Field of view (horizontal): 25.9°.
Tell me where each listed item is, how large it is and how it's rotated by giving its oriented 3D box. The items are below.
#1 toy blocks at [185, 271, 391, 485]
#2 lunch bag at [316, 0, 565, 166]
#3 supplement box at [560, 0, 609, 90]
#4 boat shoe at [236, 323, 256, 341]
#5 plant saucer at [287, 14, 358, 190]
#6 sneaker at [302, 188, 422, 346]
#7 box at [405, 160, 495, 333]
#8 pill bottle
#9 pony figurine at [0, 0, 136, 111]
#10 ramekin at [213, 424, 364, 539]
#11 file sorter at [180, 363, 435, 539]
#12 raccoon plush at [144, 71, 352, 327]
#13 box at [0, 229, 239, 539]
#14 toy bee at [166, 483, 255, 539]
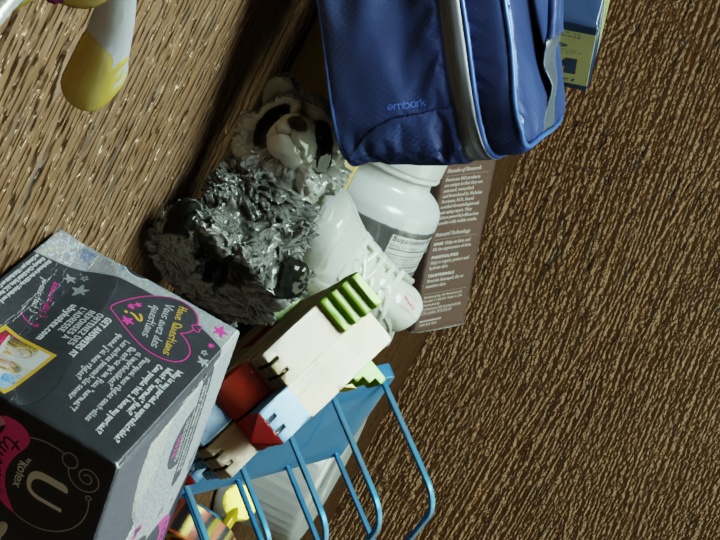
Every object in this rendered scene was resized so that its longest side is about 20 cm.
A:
[{"bbox_3d":[-0.068,0.080,1.027,0.137,0.100,0.200,-43,-173,-24],"label":"toy blocks"},{"bbox_3d":[0.053,-0.165,0.908,0.136,0.131,0.202,-43,127,-68],"label":"lunch bag"},{"bbox_3d":[0.119,-0.252,1.079,0.200,0.133,0.202,37,67,-82],"label":"supplement box"},{"bbox_3d":[-0.100,0.073,1.211,0.074,0.063,0.202,-57,174,-38],"label":"boat shoe"},{"bbox_3d":[-0.031,-0.099,1.119,0.201,0.048,0.200,-62,171,1],"label":"plant saucer"},{"bbox_3d":[0.000,0.000,1.105,0.078,0.099,0.200,-63,169,-15],"label":"sneaker"},{"bbox_3d":[0.056,-0.055,1.414,0.075,0.100,0.202,-7,115,-42],"label":"box"},{"bbox_3d":[0.000,-0.029,1.334,0.201,0.110,0.111,-64,172,18],"label":"pill bottle"},{"bbox_3d":[-0.060,-0.142,0.511,0.194,0.166,0.200,-53,-173,-5],"label":"pony figurine"},{"bbox_3d":[-0.071,0.202,1.723,0.201,0.097,0.201,-60,172,-13],"label":"ramekin"},{"bbox_3d":[-0.063,0.174,1.196,0.199,0.123,0.139,-11,152,-28],"label":"file sorter"},{"bbox_3d":[-0.076,-0.039,0.986,0.200,0.097,0.135,-27,-149,56],"label":"raccoon plush"},{"bbox_3d":[-0.156,0.107,0.782,0.132,0.114,0.201,-49,166,-55],"label":"box"},{"bbox_3d":[-0.135,0.269,1.513,0.132,0.108,0.200,-63,172,1],"label":"toy bee"}]
